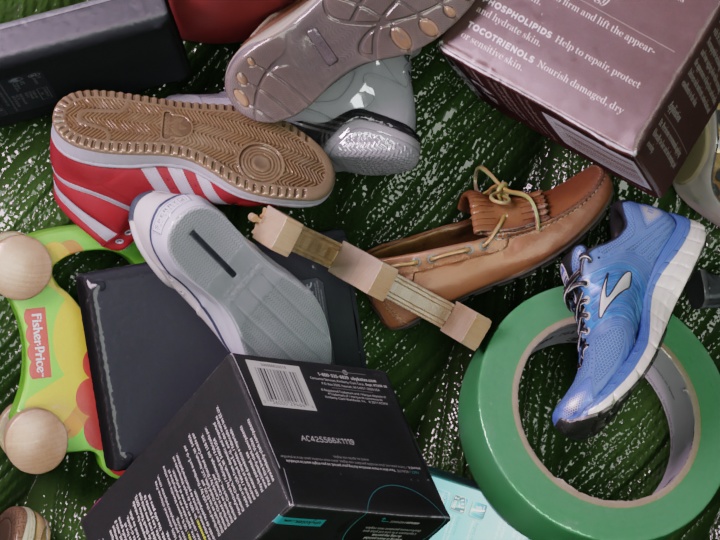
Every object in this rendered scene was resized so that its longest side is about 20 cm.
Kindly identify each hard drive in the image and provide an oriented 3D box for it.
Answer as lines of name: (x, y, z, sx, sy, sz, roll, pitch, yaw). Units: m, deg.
hard drive: (-0.223, -0.142, 1.643, 0.199, 0.140, 0.033, -14, 78, -1)
hard drive: (-0.097, 0.056, 1.697, 0.199, 0.033, 0.140, -11, 95, -23)

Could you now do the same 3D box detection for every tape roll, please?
tape roll: (0.173, 0.110, 1.729, 0.200, 0.048, 0.201, 7, 65, -16)

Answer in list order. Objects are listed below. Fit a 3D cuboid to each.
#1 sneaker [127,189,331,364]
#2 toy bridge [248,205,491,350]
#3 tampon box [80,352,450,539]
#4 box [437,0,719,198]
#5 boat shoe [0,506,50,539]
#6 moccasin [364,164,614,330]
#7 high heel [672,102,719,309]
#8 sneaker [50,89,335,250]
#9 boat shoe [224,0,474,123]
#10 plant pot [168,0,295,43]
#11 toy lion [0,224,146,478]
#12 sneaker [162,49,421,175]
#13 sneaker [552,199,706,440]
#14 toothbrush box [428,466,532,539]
sneaker: (-0.088, 0.010, 1.638, 0.073, 0.071, 0.200, -44, 128, -12)
toy bridge: (0.000, 0.000, 1.667, 0.200, 0.067, 0.027, 27, 92, -32)
tampon box: (-0.069, 0.171, 1.635, 0.150, 0.127, 0.200, 9, 136, -42)
box: (0.185, -0.185, 1.672, 0.164, 0.166, 0.200, 30, 89, 17)
boat shoe: (-0.248, 0.271, 1.723, 0.076, 0.072, 0.201, 11, 100, -23)
moccasin: (0.092, -0.031, 1.744, 0.201, 0.074, 0.078, -23, 107, 4)
high heel: (0.309, -0.070, 1.780, 0.142, 0.071, 0.201, -2, 90, -22)
sneaker: (-0.122, -0.061, 1.663, 0.199, 0.113, 0.071, 12, 53, -5)
boat shoe: (-0.006, -0.177, 1.624, 0.199, 0.072, 0.076, -26, 111, 8)
plant pot: (-0.090, -0.259, 1.645, 0.199, 0.177, 0.201, -1, 95, -9)
toy lion: (-0.172, 0.064, 1.719, 0.191, 0.069, 0.201, -7, 95, -15)
sneaker: (-0.050, -0.136, 1.715, 0.199, 0.075, 0.115, 6, 77, 7)
sneaker: (0.175, 0.033, 1.697, 0.089, 0.079, 0.200, 26, 59, 1)
toothbrush box: (0.071, 0.229, 1.748, 0.199, 0.085, 0.147, 18, 90, -8)
